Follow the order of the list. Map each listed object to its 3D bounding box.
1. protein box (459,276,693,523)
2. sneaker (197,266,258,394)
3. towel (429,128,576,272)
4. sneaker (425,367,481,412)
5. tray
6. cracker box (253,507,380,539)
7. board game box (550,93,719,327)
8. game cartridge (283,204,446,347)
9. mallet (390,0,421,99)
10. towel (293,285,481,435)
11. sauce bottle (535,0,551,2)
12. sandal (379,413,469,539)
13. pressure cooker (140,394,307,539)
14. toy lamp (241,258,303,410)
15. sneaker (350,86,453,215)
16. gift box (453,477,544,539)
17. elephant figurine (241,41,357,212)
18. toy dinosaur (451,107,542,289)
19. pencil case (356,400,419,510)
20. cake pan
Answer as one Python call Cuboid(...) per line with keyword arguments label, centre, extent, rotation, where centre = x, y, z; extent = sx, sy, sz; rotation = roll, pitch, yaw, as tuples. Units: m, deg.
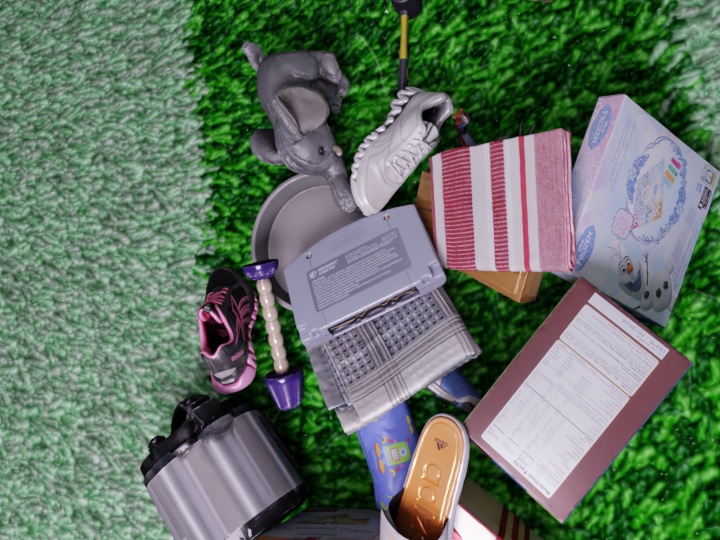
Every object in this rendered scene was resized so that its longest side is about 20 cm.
Cuboid(label="protein box", centre=(0.233, 0.140, 0.720), extent=(0.134, 0.198, 0.201), rotation=(40, 94, 18))
Cuboid(label="sneaker", centre=(-0.189, 0.062, 0.875), extent=(0.078, 0.096, 0.203), rotation=(-21, 49, 7))
Cuboid(label="towel", centre=(0.155, -0.073, 0.730), extent=(0.198, 0.022, 0.148), rotation=(1, 96, 53))
Cuboid(label="sneaker", centre=(0.086, 0.097, 0.827), extent=(0.077, 0.076, 0.200), rotation=(-45, 69, 2))
Cuboid(label="tray", centre=(0.141, -0.048, 0.793), extent=(0.199, 0.036, 0.101), rotation=(32, 117, 46))
Cuboid(label="cracker box", centre=(-0.035, 0.331, 0.766), extent=(0.131, 0.200, 0.059), rotation=(-4, 80, 14))
Cuboid(label="board game box", centre=(0.316, -0.063, 0.744), extent=(0.043, 0.196, 0.204), rotation=(17, 84, 60))
Cuboid(label="game cartridge", centre=(0.000, 0.000, 0.823), extent=(0.197, 0.041, 0.135), rotation=(-25, 57, 9))
Cuboid(label="mallet", centre=(0.064, -0.306, 0.919), extent=(0.040, 0.066, 0.205), rotation=(2, 97, 16))
Cuboid(label="towel", centre=(0.022, 0.077, 0.804), extent=(0.198, 0.035, 0.194), rotation=(-33, 58, 6))
Cuboid(label="sauce bottle", centre=(0.177, -0.423, 0.886), extent=(0.197, 0.065, 0.066), rotation=(23, 88, 17))
Cuboid(label="sandal", centre=(0.054, 0.248, 0.647), extent=(0.078, 0.059, 0.212), rotation=(12, 92, 40))
Cuboid(label="pressure cooker", centre=(-0.184, 0.259, 0.829), extent=(0.175, 0.178, 0.201), rotation=(-41, 75, 9))
Cuboid(label="toy lamp", centre=(-0.116, 0.088, 0.876), extent=(0.057, 0.058, 0.205), rotation=(-7, 98, 14))
Cuboid(label="sneaker", centre=(0.054, -0.161, 0.843), extent=(0.080, 0.075, 0.202), rotation=(12, 66, 43))
Cuboid(label="gift box", centre=(0.116, 0.360, 0.729), extent=(0.198, 0.187, 0.187), rotation=(31, 91, 16))
Cuboid(label="elephant figurine", centre=(-0.080, -0.192, 0.857), extent=(0.151, 0.142, 0.204), rotation=(-3, 57, 13))
Cuboid(label="toy dinosaur", centre=(0.159, -0.117, 0.838), extent=(0.201, 0.104, 0.182), rotation=(-52, 56, 13))
Cuboid(label="pencil case", centre=(0.032, 0.211, 0.827), extent=(0.085, 0.078, 0.204), rotation=(-15, 77, -17))
Cuboid(label="cake pan", centre=(-0.058, -0.039, 0.909), extent=(0.196, 0.037, 0.205), rotation=(-2, 82, 15))
